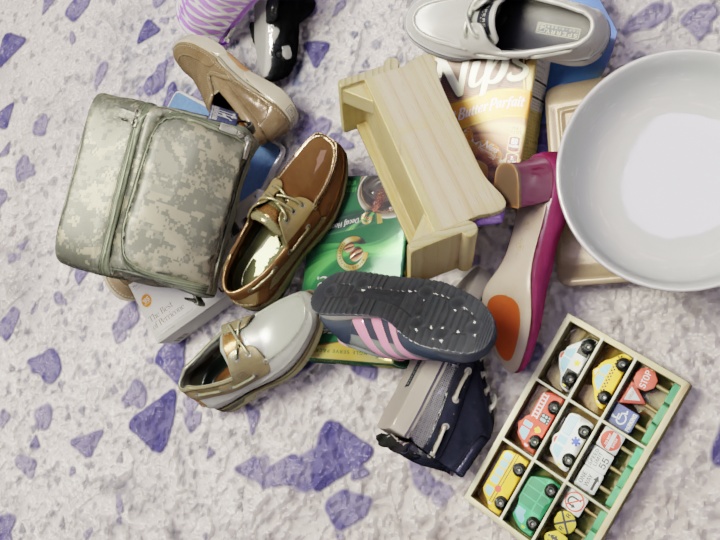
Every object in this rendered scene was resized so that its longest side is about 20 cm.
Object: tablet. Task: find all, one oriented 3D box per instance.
[{"bbox_3d":[-0.191,-0.132,1.010,0.199,0.014,0.131,31,92,28],"label":"tablet"}]

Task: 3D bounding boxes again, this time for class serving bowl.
[{"bbox_3d":[0.269,-0.080,0.695,0.197,0.066,0.203,-2,83,19],"label":"serving bowl"}]

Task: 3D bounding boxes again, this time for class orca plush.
[{"bbox_3d":[-0.093,-0.326,0.996,0.105,0.070,0.202,127,136,-58],"label":"orca plush"}]

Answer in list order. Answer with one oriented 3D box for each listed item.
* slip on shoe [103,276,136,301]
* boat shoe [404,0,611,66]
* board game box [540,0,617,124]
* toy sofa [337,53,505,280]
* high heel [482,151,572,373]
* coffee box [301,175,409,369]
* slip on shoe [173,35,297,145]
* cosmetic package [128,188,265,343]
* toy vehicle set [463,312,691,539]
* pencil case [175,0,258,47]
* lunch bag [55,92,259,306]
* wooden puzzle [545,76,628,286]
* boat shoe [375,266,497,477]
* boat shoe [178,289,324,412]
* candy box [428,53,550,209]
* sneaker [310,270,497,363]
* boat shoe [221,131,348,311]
[{"bbox_3d":[-0.262,-0.063,0.981,0.060,0.075,0.203,7,83,59],"label":"slip on shoe"},{"bbox_3d":[0.125,-0.229,0.744,0.198,0.065,0.075,8,96,26],"label":"boat shoe"},{"bbox_3d":[0.169,-0.249,0.845,0.157,0.039,0.202,-31,81,24],"label":"board game box"},{"bbox_3d":[0.055,-0.097,0.771,0.096,0.083,0.202,-20,68,-6],"label":"toy sofa"},{"bbox_3d":[0.168,-0.007,0.758,0.067,0.095,0.203,23,117,50],"label":"high heel"},{"bbox_3d":[0.000,0.000,0.868,0.121,0.044,0.203,2,79,26],"label":"coffee box"},{"bbox_3d":[-0.163,-0.212,0.971,0.199,0.076,0.061,37,72,21],"label":"slip on shoe"},{"bbox_3d":[-0.167,-0.002,0.939,0.199,0.051,0.083,-35,75,15],"label":"cosmetic package"},{"bbox_3d":[0.196,0.158,0.746,0.124,0.026,0.202,30,92,28],"label":"toy vehicle set"},{"bbox_3d":[-0.156,-0.322,0.946,0.083,0.200,0.086,-29,99,-22],"label":"pencil case"},{"bbox_3d":[-0.208,-0.078,0.872,0.166,0.139,0.203,14,86,8],"label":"lunch bag"},{"bbox_3d":[0.270,-0.090,0.758,0.183,0.037,0.203,-5,79,25],"label":"wooden puzzle"},{"bbox_3d":[0.099,0.102,0.792,0.092,0.075,0.201,33,75,-7],"label":"boat shoe"},{"bbox_3d":[-0.116,0.087,0.859,0.200,0.068,0.075,-43,48,29],"label":"boat shoe"},{"bbox_3d":[0.122,-0.169,0.817,0.114,0.055,0.203,11,99,26],"label":"candy box"},{"bbox_3d":[0.047,0.054,0.751,0.198,0.082,0.070,15,58,41],"label":"sneaker"},{"bbox_3d":[-0.079,-0.049,0.847,0.075,0.074,0.202,28,91,20],"label":"boat shoe"}]
